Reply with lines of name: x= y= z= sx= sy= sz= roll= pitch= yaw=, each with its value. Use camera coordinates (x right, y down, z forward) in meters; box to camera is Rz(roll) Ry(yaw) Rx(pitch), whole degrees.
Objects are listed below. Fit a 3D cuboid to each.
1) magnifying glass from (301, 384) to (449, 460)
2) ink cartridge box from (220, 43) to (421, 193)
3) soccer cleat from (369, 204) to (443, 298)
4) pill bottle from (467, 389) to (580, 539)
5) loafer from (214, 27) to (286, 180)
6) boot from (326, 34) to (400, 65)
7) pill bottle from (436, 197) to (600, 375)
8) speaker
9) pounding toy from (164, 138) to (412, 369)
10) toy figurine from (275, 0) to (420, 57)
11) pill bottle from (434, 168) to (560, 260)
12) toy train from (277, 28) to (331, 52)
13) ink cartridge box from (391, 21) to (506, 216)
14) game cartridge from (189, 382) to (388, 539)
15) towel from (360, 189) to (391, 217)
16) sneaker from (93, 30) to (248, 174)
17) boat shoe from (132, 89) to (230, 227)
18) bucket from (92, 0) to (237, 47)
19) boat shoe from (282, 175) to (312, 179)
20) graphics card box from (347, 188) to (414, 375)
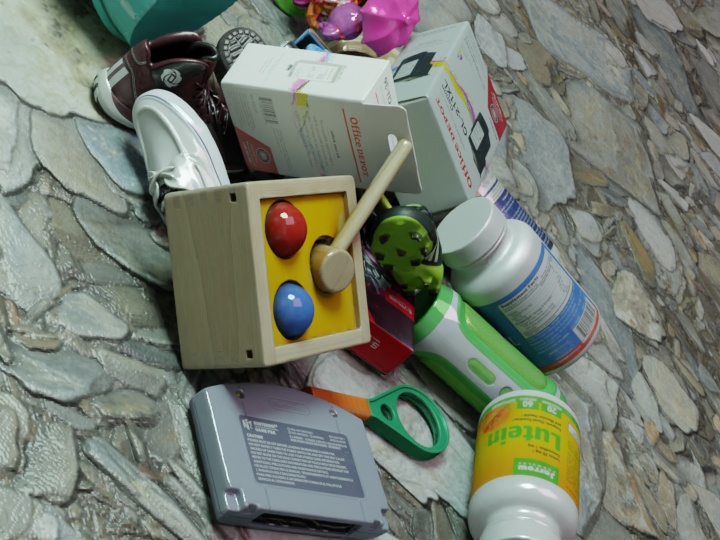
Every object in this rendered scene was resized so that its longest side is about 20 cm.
magnifying glass: x=0.017 y=0.143 z=1.388 sx=0.199 sy=0.022 sz=0.080 roll=19 pitch=44 yaw=-45
ink cartridge box: x=-0.026 y=-0.149 z=1.367 sx=0.068 sy=0.198 sz=0.117 roll=-59 pitch=150 yaw=-36
soccer cleat: x=0.048 y=-0.036 z=1.402 sx=0.200 sy=0.067 sz=0.082 roll=63 pitch=25 yaw=-69
pill bottle: x=0.166 y=0.225 z=1.407 sx=0.111 sy=0.111 sz=0.201 roll=40 pitch=32 yaw=-18
loafer: x=-0.097 y=-0.166 z=1.503 sx=0.073 sy=0.071 sz=0.201 roll=-30 pitch=100 yaw=-25
boot: x=0.040 y=-0.196 z=1.724 sx=0.199 sy=0.072 sz=0.156 roll=25 pitch=42 yaw=-38
pill bottle: x=0.169 y=0.015 z=1.542 sx=0.200 sy=0.112 sz=0.113 roll=47 pitch=30 yaw=-26
speaker: x=0.132 y=0.104 z=1.515 sx=0.200 sy=0.088 sz=0.089 roll=42 pitch=32 yaw=-17
pounding toy: x=-0.055 y=-0.018 z=1.264 sx=0.199 sy=0.141 sz=0.186 roll=-9 pitch=94 yaw=-53
toy figurine: x=-0.005 y=-0.322 z=1.652 sx=0.185 sy=0.198 sz=0.151 roll=-101 pitch=172 yaw=-54
pill bottle: x=0.168 y=-0.021 z=1.667 sx=0.200 sy=0.111 sz=0.111 roll=48 pitch=31 yaw=-6
toy train: x=-0.022 y=-0.190 z=1.626 sx=0.200 sy=0.087 sz=0.114 roll=48 pitch=22 yaw=-3
ink cartridge box: x=0.091 y=-0.173 z=1.598 sx=0.147 sy=0.082 sz=0.200 roll=65 pitch=29 yaw=-26
game cartridge: x=-0.063 y=0.167 z=1.239 sx=0.199 sy=0.041 sz=0.134 roll=18 pitch=48 yaw=-44
towel: x=-0.016 y=-0.125 z=1.495 sx=0.201 sy=0.018 sz=0.086 roll=58 pitch=-2 yaw=22
sneaker: x=-0.157 y=-0.171 z=1.388 sx=0.199 sy=0.115 sz=0.076 roll=21 pitch=42 yaw=-40
boat shoe: x=-0.165 y=-0.078 z=1.314 sx=0.201 sy=0.073 sz=0.065 roll=59 pitch=34 yaw=2
bucket: x=-0.200 y=-0.331 z=1.424 sx=0.135 sy=0.207 sz=0.207 roll=56 pitch=31 yaw=5
boat shoe: x=-0.059 y=-0.049 z=1.419 sx=0.066 sy=0.070 sz=0.201 roll=51 pitch=42 yaw=-23
graphics card box: x=0.000 y=0.000 z=1.483 sx=0.125 sy=0.051 sz=0.201 roll=36 pitch=33 yaw=-24
